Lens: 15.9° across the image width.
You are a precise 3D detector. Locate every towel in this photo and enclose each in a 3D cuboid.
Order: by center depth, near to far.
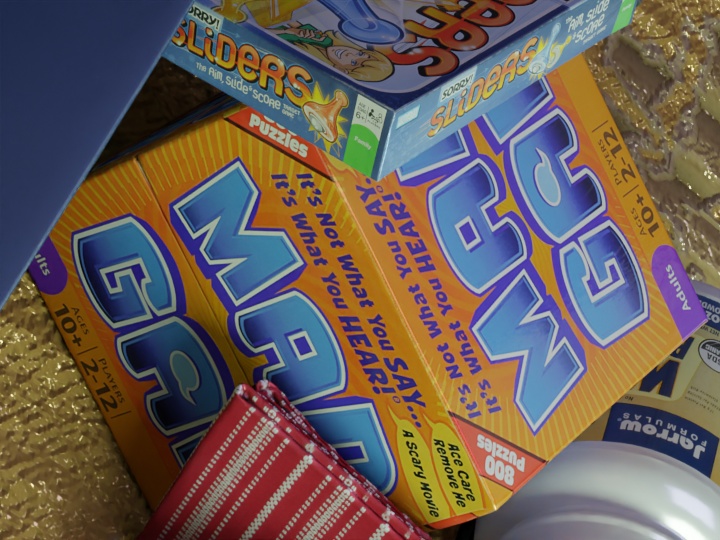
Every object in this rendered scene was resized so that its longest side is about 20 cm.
[{"bbox_3d":[-0.001,0.149,1.137,0.200,0.145,0.022,41,47,6],"label":"towel"}]

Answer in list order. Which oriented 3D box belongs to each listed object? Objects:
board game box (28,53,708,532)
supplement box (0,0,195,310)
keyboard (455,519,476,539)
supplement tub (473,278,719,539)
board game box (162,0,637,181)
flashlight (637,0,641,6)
[{"bbox_3d":[0.000,0.000,1.204,0.200,0.199,0.201,-35,101,-47],"label":"board game box"},{"bbox_3d":[-0.173,-0.052,0.967,0.134,0.200,0.201,33,65,-7],"label":"supplement box"},{"bbox_3d":[0.132,0.179,1.393,0.200,0.039,0.105,44,48,-27],"label":"keyboard"},{"bbox_3d":[0.138,0.113,1.299,0.145,0.144,0.201,49,36,-21],"label":"supplement tub"},{"bbox_3d":[0.015,-0.116,1.095,0.135,0.035,0.200,30,38,22],"label":"board game box"},{"bbox_3d":[0.113,-0.133,1.474,0.068,0.067,0.201,52,43,-23],"label":"flashlight"}]
